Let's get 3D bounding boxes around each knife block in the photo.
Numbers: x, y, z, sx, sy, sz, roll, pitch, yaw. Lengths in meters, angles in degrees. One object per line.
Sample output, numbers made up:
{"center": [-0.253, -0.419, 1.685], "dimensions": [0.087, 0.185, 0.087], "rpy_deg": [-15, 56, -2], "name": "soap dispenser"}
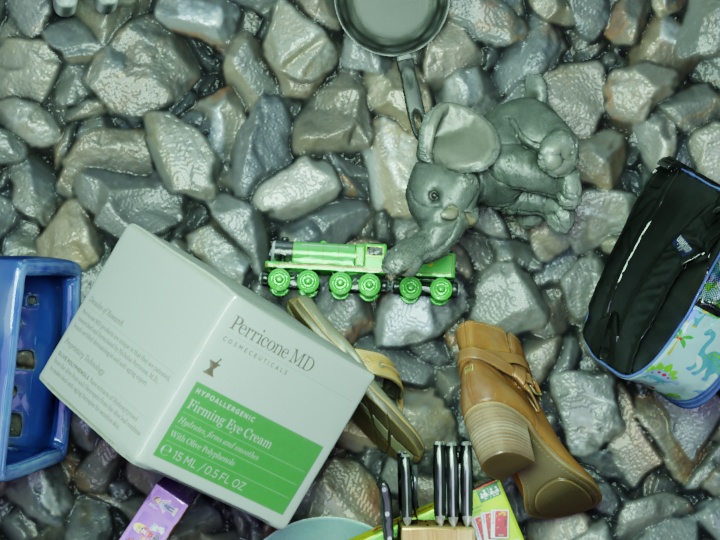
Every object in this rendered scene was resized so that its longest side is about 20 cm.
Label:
{"center": [0.081, 0.263, 1.537], "dimensions": [0.200, 0.064, 0.176], "rpy_deg": [45, 88, 0], "name": "knife block"}

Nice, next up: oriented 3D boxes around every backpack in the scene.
{"center": [0.316, 0.024, 1.570], "dimensions": [0.146, 0.183, 0.201], "rpy_deg": [26, 99, -20], "name": "backpack"}

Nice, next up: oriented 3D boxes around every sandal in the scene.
{"center": [0.004, 0.099, 1.626], "dimensions": [0.054, 0.080, 0.201], "rpy_deg": [-35, 85, -23], "name": "sandal"}

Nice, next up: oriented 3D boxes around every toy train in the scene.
{"center": [0.000, 0.000, 1.639], "dimensions": [0.197, 0.042, 0.057], "rpy_deg": [4, 79, 0], "name": "toy train"}

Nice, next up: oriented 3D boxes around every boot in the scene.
{"center": [0.157, 0.146, 1.614], "dimensions": [0.076, 0.199, 0.156], "rpy_deg": [-34, 47, 27], "name": "boot"}

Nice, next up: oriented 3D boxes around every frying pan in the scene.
{"center": [0.051, -0.236, 1.646], "dimensions": [0.114, 0.031, 0.191], "rpy_deg": [-34, 93, -1], "name": "frying pan"}

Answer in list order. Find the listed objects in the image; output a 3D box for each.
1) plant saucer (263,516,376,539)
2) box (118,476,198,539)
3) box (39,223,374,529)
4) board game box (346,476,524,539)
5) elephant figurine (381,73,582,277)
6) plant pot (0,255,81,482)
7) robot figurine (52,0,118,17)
{"center": [-0.032, 0.339, 1.632], "dimensions": [0.198, 0.039, 0.204], "rpy_deg": [0, 89, -1], "name": "plant saucer"}
{"center": [-0.225, 0.287, 1.584], "dimensions": [0.039, 0.137, 0.201], "rpy_deg": [33, 90, 1], "name": "box"}
{"center": [-0.139, 0.096, 1.521], "dimensions": [0.198, 0.199, 0.172], "rpy_deg": [32, 88, -41], "name": "box"}
{"center": [0.059, 0.282, 1.592], "dimensions": [0.198, 0.048, 0.103], "rpy_deg": [-23, 88, -3], "name": "board game box"}
{"center": [0.101, -0.091, 1.588], "dimensions": [0.198, 0.155, 0.143], "rpy_deg": [-7, 111, -9], "name": "elephant figurine"}
{"center": [-0.377, 0.083, 1.563], "dimensions": [0.178, 0.200, 0.203], "rpy_deg": [4, 89, 7], "name": "plant pot"}
{"center": [-0.271, -0.348, 1.606], "dimensions": [0.168, 0.113, 0.203], "rpy_deg": [-7, 89, -15], "name": "robot figurine"}
